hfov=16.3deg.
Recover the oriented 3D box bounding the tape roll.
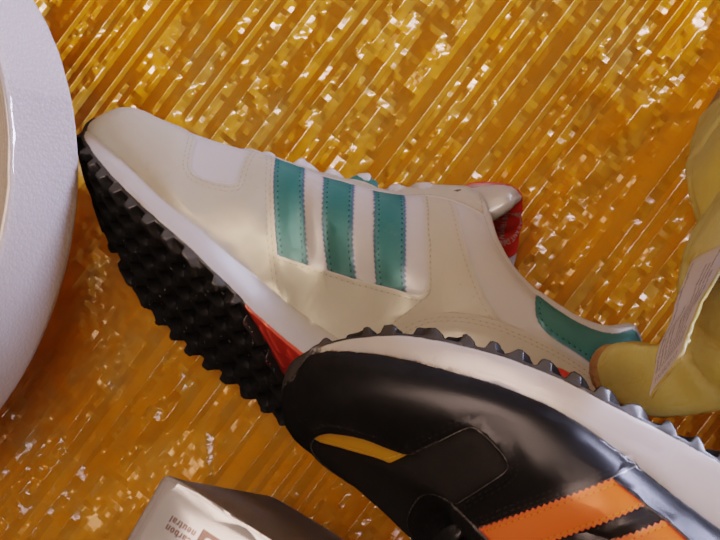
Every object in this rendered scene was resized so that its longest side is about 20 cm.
[{"bbox_3d":[-0.181,-0.024,0.823,0.201,0.037,0.205,-5,81,30],"label":"tape roll"}]

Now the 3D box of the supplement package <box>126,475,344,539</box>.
[{"bbox_3d":[-0.045,0.178,0.738,0.117,0.117,0.201,30,91,15],"label":"supplement package"}]

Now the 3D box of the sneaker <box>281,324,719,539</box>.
[{"bbox_3d":[0.060,0.089,0.663,0.199,0.070,0.090,25,68,2],"label":"sneaker"}]

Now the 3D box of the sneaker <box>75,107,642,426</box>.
[{"bbox_3d":[0.000,0.000,0.790,0.199,0.071,0.093,37,66,26],"label":"sneaker"}]

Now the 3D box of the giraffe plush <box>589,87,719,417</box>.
[{"bbox_3d":[0.179,0.002,0.694,0.162,0.173,0.201,33,61,-5],"label":"giraffe plush"}]
